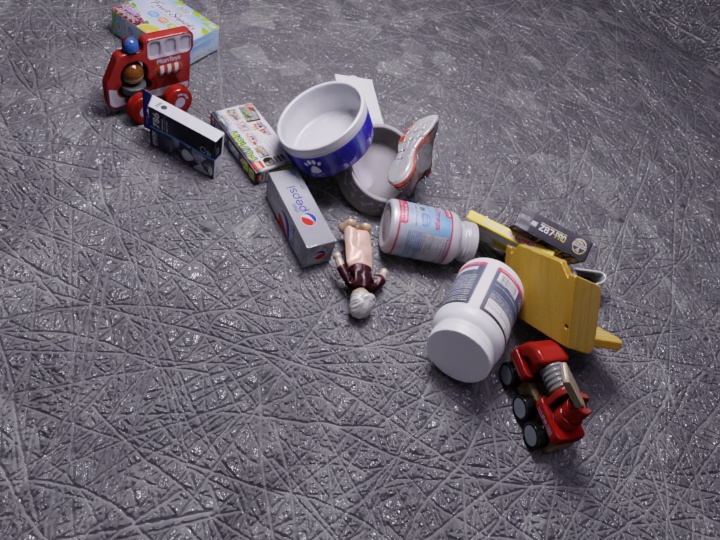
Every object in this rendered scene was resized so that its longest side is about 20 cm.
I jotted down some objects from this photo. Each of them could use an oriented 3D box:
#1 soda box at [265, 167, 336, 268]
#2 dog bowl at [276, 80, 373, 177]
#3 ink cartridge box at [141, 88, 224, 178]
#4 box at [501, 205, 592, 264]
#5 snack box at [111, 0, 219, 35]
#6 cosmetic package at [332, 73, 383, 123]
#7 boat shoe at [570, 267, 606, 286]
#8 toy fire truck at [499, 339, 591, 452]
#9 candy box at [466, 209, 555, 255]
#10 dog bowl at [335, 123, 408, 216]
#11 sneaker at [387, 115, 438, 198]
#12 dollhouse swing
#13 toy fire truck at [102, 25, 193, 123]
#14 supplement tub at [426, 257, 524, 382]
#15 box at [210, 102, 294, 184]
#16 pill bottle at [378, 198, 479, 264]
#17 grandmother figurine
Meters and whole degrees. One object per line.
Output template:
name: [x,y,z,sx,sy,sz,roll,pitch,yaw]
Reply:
soda box: [-0.123,-0.108,1.107,0.066,0.064,0.203,-15,60,-28]
dog bowl: [-0.072,-0.296,1.152,0.193,0.080,0.206,-12,52,15]
ink cartridge box: [-0.371,-0.277,1.125,0.195,0.101,0.040,29,50,5]
box: [0.385,-0.067,1.183,0.157,0.200,0.050,27,89,5]
snack box: [-0.472,-0.587,1.347,0.197,0.068,0.169,36,51,8]
cosmetic package: [-0.011,-0.374,1.337,0.104,0.086,0.205,3,52,-18]
boat shoe: [0.448,0.019,1.212,0.193,0.066,0.075,-1,54,-20]
toy fire truck: [0.330,0.192,0.948,0.124,0.203,0.180,-1,53,-20]
candy box: [0.319,-0.059,1.178,0.197,0.102,0.027,32,81,24]
dog bowl: [0.043,-0.226,1.210,0.193,0.058,0.208,5,76,-21]
sneaker: [0.123,-0.242,1.188,0.082,0.076,0.204,44,65,-35]
dollhouse swing: [0.402,0.048,1.064,0.170,0.189,0.200,-6,19,-19]
toy fire truck: [-0.446,-0.421,1.162,0.197,0.170,0.113,-28,65,-34]
supplement tub: [0.214,0.088,1.026,0.138,0.142,0.201,32,50,7]
box: [-0.238,-0.285,1.220,0.108,0.035,0.202,-24,65,-32]
pill bottle: [0.141,-0.076,1.147,0.193,0.110,0.112,10,50,-13]
grandmother figurine: [0.000,0.000,1.075,0.117,0.061,0.206,9,54,-15]
